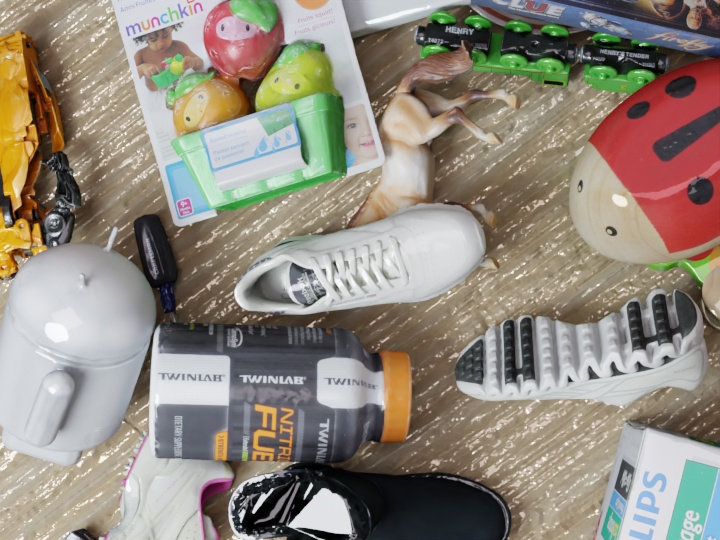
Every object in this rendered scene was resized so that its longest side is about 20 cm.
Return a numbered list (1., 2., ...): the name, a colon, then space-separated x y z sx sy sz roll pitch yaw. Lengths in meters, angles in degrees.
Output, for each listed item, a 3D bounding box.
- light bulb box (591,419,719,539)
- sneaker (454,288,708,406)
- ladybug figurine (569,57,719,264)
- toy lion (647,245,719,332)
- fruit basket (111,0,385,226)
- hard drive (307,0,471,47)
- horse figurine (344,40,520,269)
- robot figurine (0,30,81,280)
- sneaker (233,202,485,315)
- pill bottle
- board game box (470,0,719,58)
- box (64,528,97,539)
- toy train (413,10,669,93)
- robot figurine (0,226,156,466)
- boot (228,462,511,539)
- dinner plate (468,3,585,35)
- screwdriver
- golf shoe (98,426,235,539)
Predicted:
1. light bulb box: 0.276 0.192 1.001 0.199 0.198 0.125 15 87 7
2. sneaker: 0.171 0.076 1.087 0.199 0.081 0.075 -10 46 22
3. ladybug figurine: 0.243 -0.089 1.038 0.200 0.072 0.136 -37 68 3
4. toy lion: 0.286 -0.065 1.086 0.200 0.069 0.192 -33 76 5
5. fruit basket: -0.092 -0.153 1.110 0.185 0.094 0.201 -15 94 12
6. hard drive: 0.034 -0.267 1.125 0.199 0.027 0.132 -13 85 18
7. horse figurine: 0.053 -0.084 1.109 0.132 0.050 0.201 12 104 27
8. robot figurine: -0.303 -0.090 1.166 0.145 0.058 0.201 -10 85 8
9. sneaker: 0.000 0.000 1.081 0.199 0.080 0.077 -14 94 25
10. pill bottle: -0.061 0.095 1.090 0.199 0.106 0.107 2 87 -5
11. board game box: 0.191 -0.248 1.065 0.199 0.035 0.136 10 76 -8
12. box: -0.237 0.333 1.148 0.143 0.036 0.200 38 94 8
13. toy train: 0.142 -0.169 1.108 0.199 0.056 0.042 8 76 8
14. robot figurine: -0.225 0.060 1.095 0.113 0.170 0.200 16 125 -11
15. boot: 0.012 0.189 1.053 0.199 0.168 0.077 10 88 8
16. dinner plate: 0.154 -0.287 1.129 0.199 0.024 0.201 0 87 9
17. screwdriver: -0.153 0.050 1.151 0.029 0.028 0.201 -10 82 -22
18. golf shoe: -0.164 0.222 1.106 0.091 0.075 0.201 22 70 -3
